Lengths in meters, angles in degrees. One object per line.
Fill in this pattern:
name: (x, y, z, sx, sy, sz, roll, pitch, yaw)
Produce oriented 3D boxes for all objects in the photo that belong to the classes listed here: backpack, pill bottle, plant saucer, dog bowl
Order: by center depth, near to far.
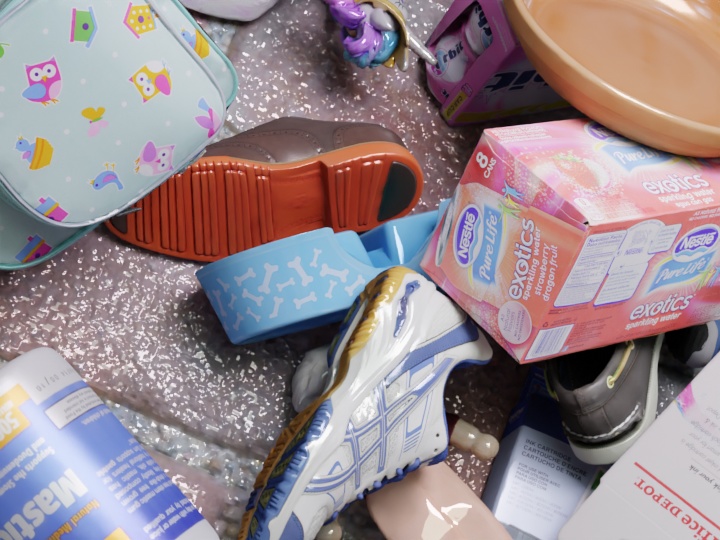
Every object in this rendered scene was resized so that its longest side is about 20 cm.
pill bottle: (-0.147, 0.149, 1.221, 0.112, 0.112, 0.200, -39, 83, -30)
backpack: (-0.187, -0.100, 1.272, 0.200, 0.153, 0.176, -40, 119, -1)
plant saucer: (0.174, -0.131, 1.344, 0.200, 0.038, 0.200, 17, 34, -12)
dog bowl: (0.000, 0.000, 1.352, 0.200, 0.111, 0.050, -14, 85, -26)

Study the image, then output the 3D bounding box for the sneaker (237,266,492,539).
sneaker: (0.006, 0.098, 1.251, 0.088, 0.075, 0.200, 34, 75, -12)

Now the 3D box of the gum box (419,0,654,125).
gum box: (0.146, -0.159, 1.472, 0.200, 0.114, 0.066, -11, 70, -25)

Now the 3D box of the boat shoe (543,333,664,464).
boat shoe: (0.151, 0.027, 1.383, 0.201, 0.072, 0.061, -83, 152, -48)

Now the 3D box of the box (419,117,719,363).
box: (0.146, -0.025, 1.303, 0.200, 0.103, 0.095, -10, 45, -44)

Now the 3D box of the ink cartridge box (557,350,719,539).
ink cartridge box: (0.225, 0.127, 1.306, 0.200, 0.067, 0.117, -45, 52, -8)

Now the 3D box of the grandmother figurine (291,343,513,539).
grandmother figurine: (0.021, 0.124, 1.310, 0.121, 0.061, 0.200, -23, 61, -25)

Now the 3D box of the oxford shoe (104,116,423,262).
oxford shoe: (-0.066, -0.055, 1.386, 0.199, 0.071, 0.073, -5, 34, -15)

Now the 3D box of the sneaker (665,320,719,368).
sneaker: (0.257, -0.018, 1.471, 0.077, 0.076, 0.200, 27, 61, -3)

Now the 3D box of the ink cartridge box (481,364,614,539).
ink cartridge box: (0.132, 0.159, 1.365, 0.119, 0.042, 0.200, 26, 58, -8)

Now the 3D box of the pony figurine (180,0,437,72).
pony figurine: (-0.025, -0.229, 1.434, 0.193, 0.167, 0.200, 28, 42, -19)
